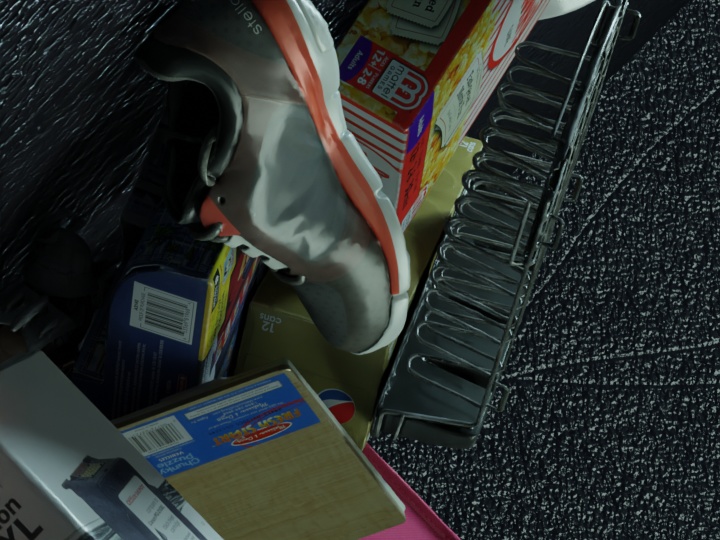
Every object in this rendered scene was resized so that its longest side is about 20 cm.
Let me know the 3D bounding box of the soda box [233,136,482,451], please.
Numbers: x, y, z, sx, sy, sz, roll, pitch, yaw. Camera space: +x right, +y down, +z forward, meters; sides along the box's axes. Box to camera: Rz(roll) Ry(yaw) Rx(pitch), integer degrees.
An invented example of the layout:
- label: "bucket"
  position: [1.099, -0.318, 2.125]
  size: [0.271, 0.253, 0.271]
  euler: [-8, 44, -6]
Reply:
- label: "soda box"
  position: [0.000, 0.000, 1.418]
  size: [0.200, 0.068, 0.064]
  euler: [-63, 168, -57]

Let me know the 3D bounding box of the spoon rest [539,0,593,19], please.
- label: "spoon rest"
  position: [0.132, -0.201, 1.569]
  size: [0.200, 0.061, 0.099]
  euler: [-55, 156, -32]

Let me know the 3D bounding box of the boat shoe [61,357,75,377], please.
- label: "boat shoe"
  position: [-0.204, 0.105, 1.485]
  size: [0.200, 0.063, 0.073]
  euler: [-43, 175, -32]

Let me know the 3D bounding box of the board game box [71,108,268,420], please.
- label: "board game box"
  position: [-0.068, -0.020, 1.355]
  size: [0.200, 0.062, 0.200]
  euler: [101, 8, -53]

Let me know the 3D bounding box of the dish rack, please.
- label: "dish rack"
  position: [0.065, -0.027, 1.302]
  size: [0.200, 0.054, 0.154]
  euler: [106, 4, -50]

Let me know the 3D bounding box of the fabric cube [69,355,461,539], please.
- label: "fabric cube"
  position: [-0.109, 0.163, 1.560]
  size: [0.199, 0.196, 0.200]
  euler: [-17, -150, 55]

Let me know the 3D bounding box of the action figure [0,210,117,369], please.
- label: "action figure"
  position: [-0.169, 0.057, 1.347]
  size: [0.130, 0.069, 0.200]
  euler: [-23, 144, -61]

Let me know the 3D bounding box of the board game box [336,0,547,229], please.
- label: "board game box"
  position: [0.048, -0.124, 1.329]
  size: [0.200, 0.046, 0.152]
  euler: [-58, 172, -16]

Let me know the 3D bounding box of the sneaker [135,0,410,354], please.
- label: "sneaker"
  position: [-0.043, -0.035, 1.203]
  size: [0.082, 0.077, 0.200]
  euler: [-36, 130, -18]

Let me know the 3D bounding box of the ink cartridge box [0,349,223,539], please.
- label: "ink cartridge box"
  position: [-0.121, 0.155, 1.207]
  size: [0.145, 0.200, 0.084]
  euler: [-47, 173, 23]

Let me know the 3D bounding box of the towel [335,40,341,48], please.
- label: "towel"
  position: [0.017, -0.087, 1.543]
  size: [0.200, 0.023, 0.144]
  euler: [-53, 155, -15]

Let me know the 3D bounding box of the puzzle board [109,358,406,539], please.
- label: "puzzle board"
  position: [-0.097, 0.105, 1.333]
  size: [0.200, 0.017, 0.151]
  euler: [-21, 144, 11]
